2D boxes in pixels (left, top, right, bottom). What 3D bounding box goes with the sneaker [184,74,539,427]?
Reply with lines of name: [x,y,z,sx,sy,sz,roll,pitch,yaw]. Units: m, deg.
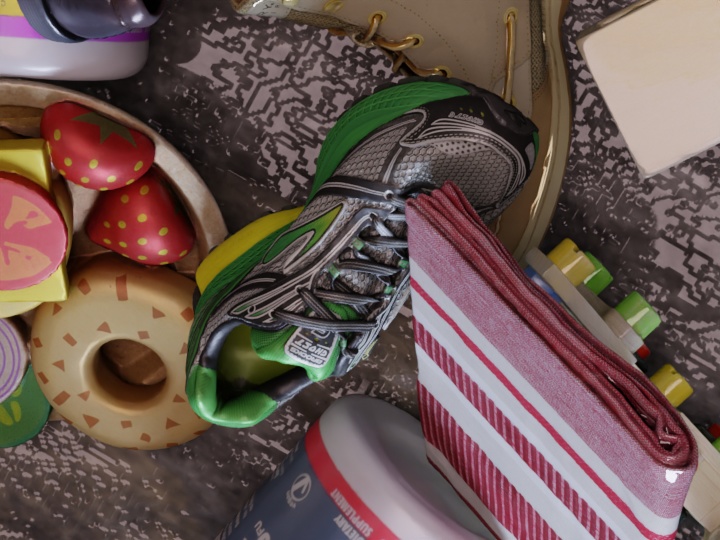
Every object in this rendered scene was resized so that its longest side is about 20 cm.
sneaker: [0.000,0.000,0.716,0.078,0.085,0.200,31,128,-21]

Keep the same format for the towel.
towel: [0.071,0.069,0.683,0.023,0.200,0.144,-32,60,-17]

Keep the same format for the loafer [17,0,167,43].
loafer: [-0.069,-0.175,0.732,0.063,0.072,0.200,11,64,35]

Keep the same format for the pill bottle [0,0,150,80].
pill bottle: [-0.140,-0.188,0.774,0.104,0.104,0.201,6,101,7]

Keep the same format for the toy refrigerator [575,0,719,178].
toy refrigerator: [0.189,-0.116,0.712,0.199,0.076,0.070,-26,96,13]

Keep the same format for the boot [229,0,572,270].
boot: [0.014,-0.095,0.746,0.155,0.073,0.201,1,99,-32]

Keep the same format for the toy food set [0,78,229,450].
toy food set: [-0.156,0.003,0.803,0.197,0.049,0.201,-2,128,2]

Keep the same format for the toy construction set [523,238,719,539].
toy construction set: [0.120,0.075,0.765,0.092,0.131,0.200,-28,92,1]

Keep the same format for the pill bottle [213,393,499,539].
pill bottle: [-0.026,0.167,0.813,0.120,0.120,0.200,40,103,0]
